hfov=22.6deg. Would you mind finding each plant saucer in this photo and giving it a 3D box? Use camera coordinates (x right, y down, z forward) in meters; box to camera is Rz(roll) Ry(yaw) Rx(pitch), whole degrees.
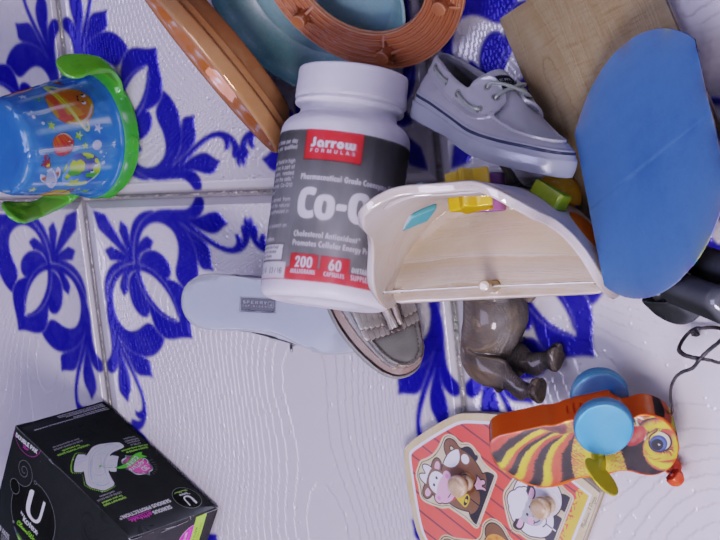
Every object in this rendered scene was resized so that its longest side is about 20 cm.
[{"bbox_3d":[-0.043,-0.248,1.577,0.199,0.036,0.201,19,135,20],"label":"plant saucer"},{"bbox_3d":[-0.127,-0.194,1.635,0.037,0.200,0.200,-39,67,-3],"label":"plant saucer"}]

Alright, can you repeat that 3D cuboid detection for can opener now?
[{"bbox_3d":[0.252,0.010,1.340,0.066,0.200,0.053,44,87,-9],"label":"can opener"}]

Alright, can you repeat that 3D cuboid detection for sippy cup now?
[{"bbox_3d":[-0.317,-0.132,1.835,0.139,0.130,0.179,9,106,42],"label":"sippy cup"}]

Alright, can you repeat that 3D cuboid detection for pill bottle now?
[{"bbox_3d":[-0.018,-0.070,1.535,0.114,0.114,0.201,1,82,43],"label":"pill bottle"}]

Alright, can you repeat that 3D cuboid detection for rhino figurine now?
[{"bbox_3d":[0.119,0.008,1.512,0.087,0.060,0.201,3,100,39],"label":"rhino figurine"}]

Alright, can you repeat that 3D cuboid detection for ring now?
[{"bbox_3d":[-0.005,-0.254,1.507,0.200,0.019,0.201,18,135,19],"label":"ring"}]

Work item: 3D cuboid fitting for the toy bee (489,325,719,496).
[{"bbox_3d":[0.208,0.136,1.428,0.199,0.131,0.109,-15,114,33],"label":"toy bee"}]

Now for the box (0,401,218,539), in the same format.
[{"bbox_3d":[-0.271,0.261,1.889,0.200,0.124,0.149,38,123,32],"label":"box"}]

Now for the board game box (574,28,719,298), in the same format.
[{"bbox_3d":[0.228,-0.079,1.343,0.158,0.039,0.201,-43,49,52],"label":"board game box"}]

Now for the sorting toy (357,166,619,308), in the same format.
[{"bbox_3d":[0.085,-0.037,1.398,0.199,0.180,0.107,-3,80,21],"label":"sorting toy"}]

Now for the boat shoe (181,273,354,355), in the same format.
[{"bbox_3d":[-0.065,0.039,1.683,0.198,0.068,0.074,1,90,18],"label":"boat shoe"}]

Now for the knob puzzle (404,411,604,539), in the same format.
[{"bbox_3d":[0.106,0.213,1.591,0.219,0.030,0.221,12,108,41],"label":"knob puzzle"}]

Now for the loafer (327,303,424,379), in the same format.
[{"bbox_3d":[0.000,0.000,1.604,0.201,0.072,0.063,63,155,16],"label":"loafer"}]

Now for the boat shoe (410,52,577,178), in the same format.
[{"bbox_3d":[0.106,-0.130,1.465,0.200,0.073,0.067,30,111,49],"label":"boat shoe"}]

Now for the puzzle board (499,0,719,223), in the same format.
[{"bbox_3d":[0.204,-0.143,1.428,0.150,0.017,0.201,-29,80,42],"label":"puzzle board"}]
